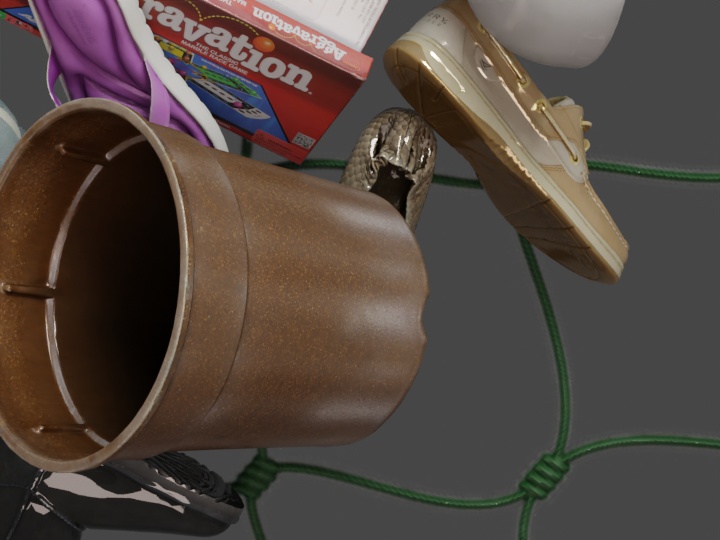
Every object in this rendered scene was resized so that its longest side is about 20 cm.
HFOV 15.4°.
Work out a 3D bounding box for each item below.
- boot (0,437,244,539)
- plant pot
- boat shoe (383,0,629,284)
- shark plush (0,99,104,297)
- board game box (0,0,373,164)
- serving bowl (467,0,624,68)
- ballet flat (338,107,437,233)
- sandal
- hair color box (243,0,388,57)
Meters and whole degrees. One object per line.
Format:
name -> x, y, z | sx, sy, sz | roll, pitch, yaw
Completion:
boot -> -0.183, 0.188, 1.598 | 0.165, 0.066, 0.200 | 26, 99, -2
plant pot -> -0.080, 0.018, 1.473 | 0.198, 0.200, 0.201 | 8, 108, -40
boat shoe -> 0.100, -0.077, 1.545 | 0.069, 0.074, 0.200 | -49, 115, -18
shark plush -> -0.226, -0.057, 1.518 | 0.091, 0.083, 0.200 | -26, 106, 3
board game box -> -0.102, -0.133, 1.507 | 0.200, 0.019, 0.103 | 26, 145, -11
serving bowl -> 0.086, -0.208, 1.436 | 0.066, 0.200, 0.201 | -3, 106, -15
ballet flat -> 0.000, 0.000, 1.571 | 0.067, 0.046, 0.200 | 18, 103, -8
sandal -> -0.141, -0.096, 1.499 | 0.082, 0.050, 0.203 | -5, 133, 28
hair color box -> -0.069, -0.212, 1.499 | 0.200, 0.064, 0.111 | 26, 104, -12
